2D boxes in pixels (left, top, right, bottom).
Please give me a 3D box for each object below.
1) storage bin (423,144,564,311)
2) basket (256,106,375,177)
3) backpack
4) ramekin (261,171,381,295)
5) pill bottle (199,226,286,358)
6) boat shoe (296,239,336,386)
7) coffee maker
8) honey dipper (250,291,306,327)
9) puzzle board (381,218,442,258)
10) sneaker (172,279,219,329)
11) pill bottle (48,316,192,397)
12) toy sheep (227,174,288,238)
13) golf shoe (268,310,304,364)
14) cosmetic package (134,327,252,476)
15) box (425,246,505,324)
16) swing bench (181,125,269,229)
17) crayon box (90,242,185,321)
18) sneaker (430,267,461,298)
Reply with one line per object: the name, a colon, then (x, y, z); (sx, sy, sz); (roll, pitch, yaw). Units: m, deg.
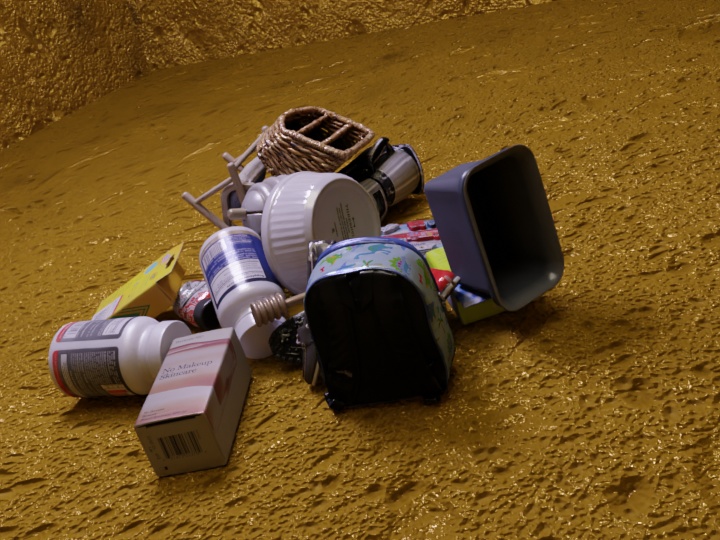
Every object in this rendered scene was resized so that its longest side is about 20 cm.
storage bin: (0.180, -0.066, 1.133); (0.144, 0.203, 0.134); (-28, 19, -24)
basket: (-0.085, -0.246, 1.527); (0.148, 0.143, 0.200); (-34, 6, 28)
backpack: (0.022, 0.055, 1.058); (0.180, 0.202, 0.148); (-8, 32, 17)
ramekin: (-0.052, -0.059, 1.284); (0.093, 0.205, 0.202); (-6, 25, 43)
pill bottle: (-0.177, 0.036, 1.282); (0.110, 0.112, 0.201); (-20, 49, -9)
boat shoe: (-0.064, 0.056, 1.149); (0.056, 0.204, 0.067); (11, -4, 5)
coffee maker: (0.002, -0.146, 1.596); (0.191, 0.136, 0.200); (-29, 9, 46)
honey dipper: (-0.064, 0.031, 1.203); (0.197, 0.039, 0.038); (-21, 26, -19)
puzzle board: (0.109, -0.056, 1.412); (0.196, 0.018, 0.151); (-9, 25, -8)
sneaker: (-0.234, 0.024, 1.435); (0.107, 0.068, 0.201); (13, 41, 41)
pill bottle: (-0.358, 0.130, 1.242); (0.197, 0.117, 0.116); (-5, 28, 21)
toy sheep: (-0.132, -0.098, 1.384); (0.198, 0.140, 0.137); (2, 11, -38)
golf shoe: (-0.044, 0.080, 1.229); (0.197, 0.079, 0.094); (-21, 7, -11)
cosmetic package: (-0.220, 0.172, 1.111); (0.102, 0.088, 0.201); (-13, 26, 8)
box: (0.183, 0.010, 1.241); (0.120, 0.048, 0.201); (-19, 27, -3)
swing bench: (-0.194, -0.128, 1.544); (0.129, 0.201, 0.200); (-26, 20, 28)
crayon box: (-0.374, 0.047, 1.416); (0.199, 0.051, 0.127); (-35, 22, 15)
sneaker: (0.076, 0.017, 1.195); (0.077, 0.085, 0.200); (-48, 13, -14)
